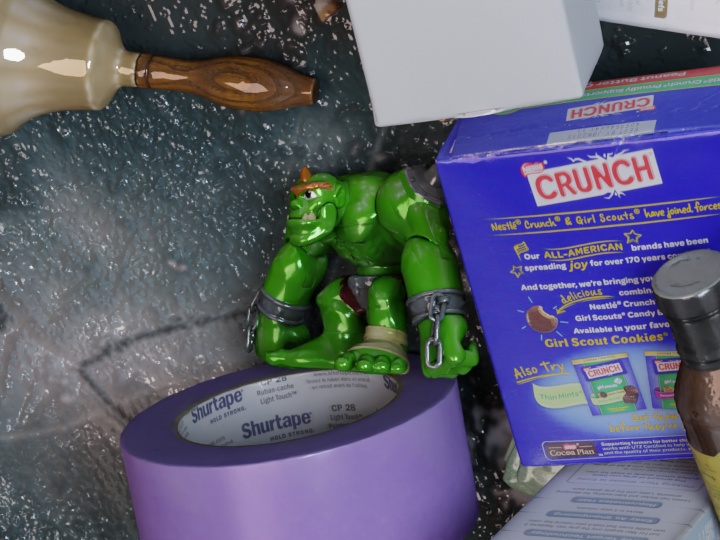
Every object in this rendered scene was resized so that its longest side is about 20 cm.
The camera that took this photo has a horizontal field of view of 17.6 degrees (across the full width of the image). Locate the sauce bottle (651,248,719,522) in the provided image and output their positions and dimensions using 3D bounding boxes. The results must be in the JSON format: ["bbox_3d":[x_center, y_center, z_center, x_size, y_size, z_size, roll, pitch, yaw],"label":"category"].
[{"bbox_3d":[0.195,0.081,1.172,0.064,0.065,0.200,-8,125,30],"label":"sauce bottle"}]

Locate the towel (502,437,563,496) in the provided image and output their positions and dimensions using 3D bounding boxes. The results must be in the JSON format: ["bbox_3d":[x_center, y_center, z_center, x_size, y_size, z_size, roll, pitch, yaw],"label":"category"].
[{"bbox_3d":[0.173,0.067,1.322,0.152,0.023,0.201,25,117,19],"label":"towel"}]

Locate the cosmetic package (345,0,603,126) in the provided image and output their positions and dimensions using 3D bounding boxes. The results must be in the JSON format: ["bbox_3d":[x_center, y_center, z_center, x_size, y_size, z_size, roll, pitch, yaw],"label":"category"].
[{"bbox_3d":[0.044,-0.180,1.140,0.112,0.081,0.201,-5,116,18],"label":"cosmetic package"}]

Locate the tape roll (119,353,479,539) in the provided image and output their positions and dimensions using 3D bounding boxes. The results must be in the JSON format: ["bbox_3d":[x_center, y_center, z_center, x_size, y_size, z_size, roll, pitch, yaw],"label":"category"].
[{"bbox_3d":[-0.035,0.117,1.348,0.199,0.200,0.085,-4,104,29],"label":"tape roll"}]

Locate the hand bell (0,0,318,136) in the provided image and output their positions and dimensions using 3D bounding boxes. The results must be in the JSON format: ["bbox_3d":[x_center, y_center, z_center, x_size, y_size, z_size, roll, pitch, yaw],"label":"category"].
[{"bbox_3d":[-0.122,-0.120,1.400,0.199,0.104,0.105,8,111,12],"label":"hand bell"}]

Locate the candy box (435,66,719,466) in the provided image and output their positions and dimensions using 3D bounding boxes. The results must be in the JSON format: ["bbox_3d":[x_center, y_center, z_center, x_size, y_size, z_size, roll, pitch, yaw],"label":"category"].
[{"bbox_3d":[0.148,0.000,1.221,0.168,0.077,0.201,-4,123,21],"label":"candy box"}]

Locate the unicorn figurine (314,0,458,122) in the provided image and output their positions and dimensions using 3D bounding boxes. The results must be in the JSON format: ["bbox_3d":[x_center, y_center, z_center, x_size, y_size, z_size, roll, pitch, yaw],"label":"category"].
[{"bbox_3d":[0.029,-0.161,1.277,0.074,0.137,0.200,-26,108,23],"label":"unicorn figurine"}]

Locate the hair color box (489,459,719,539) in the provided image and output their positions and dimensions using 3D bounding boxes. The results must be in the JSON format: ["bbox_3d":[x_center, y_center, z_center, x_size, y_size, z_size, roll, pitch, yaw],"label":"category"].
[{"bbox_3d":[0.143,0.146,1.236,0.099,0.200,0.061,1,107,27],"label":"hair color box"}]

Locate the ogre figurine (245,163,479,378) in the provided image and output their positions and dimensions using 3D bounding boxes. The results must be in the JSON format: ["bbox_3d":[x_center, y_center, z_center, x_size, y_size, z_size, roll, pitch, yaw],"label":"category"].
[{"bbox_3d":[0.000,0.000,1.342,0.098,0.200,0.120,4,87,-14],"label":"ogre figurine"}]

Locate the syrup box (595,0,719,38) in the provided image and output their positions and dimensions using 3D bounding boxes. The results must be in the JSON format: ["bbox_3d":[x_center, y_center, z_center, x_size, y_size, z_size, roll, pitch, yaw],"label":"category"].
[{"bbox_3d":[0.199,-0.164,1.197,0.199,0.079,0.082,13,112,24],"label":"syrup box"}]
